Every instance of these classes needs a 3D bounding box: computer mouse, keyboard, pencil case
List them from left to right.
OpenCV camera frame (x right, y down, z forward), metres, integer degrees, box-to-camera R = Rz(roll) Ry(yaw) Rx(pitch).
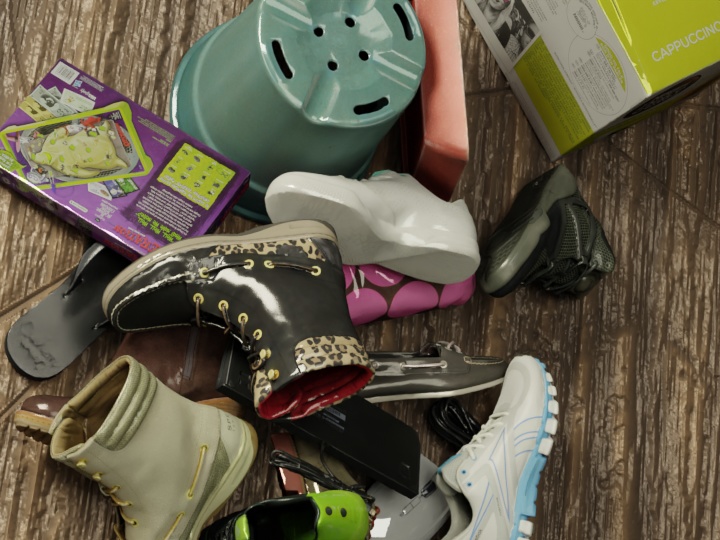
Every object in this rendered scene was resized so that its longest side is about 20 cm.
[{"bbox_3d":[-0.033,0.135,1.310,0.199,0.021,0.128,31,35,-19],"label":"keyboard"},{"bbox_3d":[0.000,0.000,1.410,0.198,0.091,0.095,-8,76,-25],"label":"pencil case"},{"bbox_3d":[0.049,0.202,1.397,0.200,0.044,0.110,-38,92,-25],"label":"computer mouse"}]

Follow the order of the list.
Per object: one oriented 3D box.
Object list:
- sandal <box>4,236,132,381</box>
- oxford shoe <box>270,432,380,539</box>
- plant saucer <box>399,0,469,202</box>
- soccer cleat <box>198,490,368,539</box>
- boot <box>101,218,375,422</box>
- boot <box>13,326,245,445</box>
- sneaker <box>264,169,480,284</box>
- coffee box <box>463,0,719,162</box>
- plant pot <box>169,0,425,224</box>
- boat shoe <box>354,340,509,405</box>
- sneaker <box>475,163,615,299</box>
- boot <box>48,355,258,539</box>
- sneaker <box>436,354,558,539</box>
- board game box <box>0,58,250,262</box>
[{"bbox_3d":[-0.216,0.012,1.345,0.076,0.043,0.201,39,66,-7],"label":"sandal"},{"bbox_3d":[-0.015,0.218,1.322,0.074,0.071,0.202,-16,69,-10],"label":"oxford shoe"},{"bbox_3d":[0.059,-0.163,1.421,0.036,0.200,0.202,-3,76,-5],"label":"plant saucer"},{"bbox_3d":[-0.083,0.212,1.264,0.081,0.199,0.068,21,54,-48],"label":"soccer cleat"},{"bbox_3d":[-0.093,0.047,1.258,0.198,0.073,0.151,-13,54,-14],"label":"boot"},{"bbox_3d":[-0.185,0.070,1.325,0.198,0.072,0.168,10,75,-29],"label":"boot"},{"bbox_3d":[0.009,-0.054,1.356,0.199,0.075,0.089,18,52,-25],"label":"sneaker"},{"bbox_3d":[0.251,-0.252,1.511,0.199,0.198,0.201,-26,86,-25],"label":"coffee box"},{"bbox_3d":[-0.046,-0.161,1.374,0.198,0.196,0.202,5,75,-19],"label":"plant pot"},{"bbox_3d":[0.042,0.084,1.411,0.198,0.067,0.058,-7,94,-20],"label":"boat shoe"},{"bbox_3d":[0.175,-0.011,1.458,0.115,0.076,0.200,52,32,-7],"label":"sneaker"},{"bbox_3d":[-0.188,0.175,1.245,0.154,0.072,0.201,36,88,-41],"label":"boot"},{"bbox_3d":[0.112,0.163,1.374,0.086,0.075,0.202,18,71,-15],"label":"sneaker"},{"bbox_3d":[-0.207,-0.085,1.350,0.199,0.032,0.120,31,59,8],"label":"board game box"}]
